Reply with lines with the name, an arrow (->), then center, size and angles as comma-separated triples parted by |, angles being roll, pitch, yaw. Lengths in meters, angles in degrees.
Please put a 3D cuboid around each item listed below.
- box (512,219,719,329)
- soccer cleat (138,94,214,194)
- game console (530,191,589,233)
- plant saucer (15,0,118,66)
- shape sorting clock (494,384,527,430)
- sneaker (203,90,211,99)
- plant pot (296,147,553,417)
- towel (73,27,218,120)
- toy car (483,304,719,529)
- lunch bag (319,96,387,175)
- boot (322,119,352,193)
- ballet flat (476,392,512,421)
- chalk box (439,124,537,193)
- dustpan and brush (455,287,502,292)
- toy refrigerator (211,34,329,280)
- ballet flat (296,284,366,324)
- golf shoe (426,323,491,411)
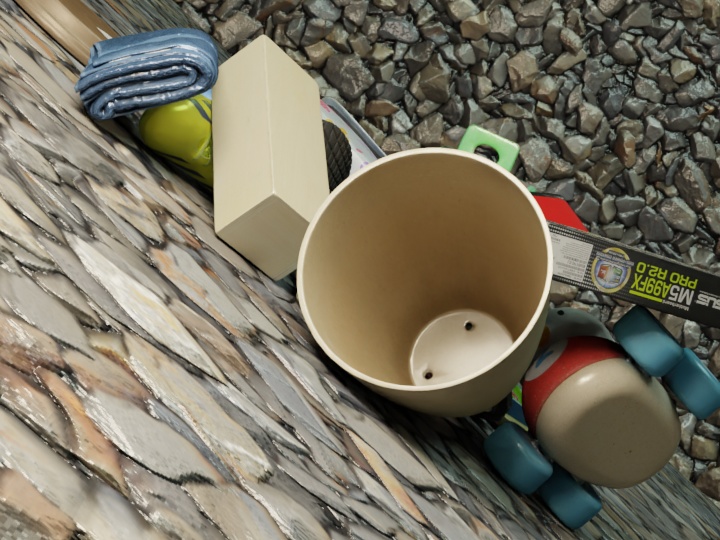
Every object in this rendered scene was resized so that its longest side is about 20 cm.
box -> 0.199, -0.007, 1.311 | 0.199, 0.045, 0.160 | 16, 4, -23
soccer cleat -> -0.115, -0.092, 1.344 | 0.084, 0.065, 0.200 | 49, 8, 34
game console -> 0.098, -0.015, 1.471 | 0.198, 0.120, 0.173 | 4, 26, -15
plant saucer -> -0.274, -0.237, 1.505 | 0.200, 0.029, 0.200 | 43, 4, -4
shape sorting clock -> 0.176, 0.158, 1.651 | 0.200, 0.039, 0.200 | 39, 9, -7
sneaker -> -0.116, -0.156, 1.618 | 0.199, 0.079, 0.066 | 33, -17, -2
plant pot -> 0.064, 0.037, 1.196 | 0.187, 0.187, 0.200 | 45, -9, 26
towel -> -0.171, -0.167, 1.273 | 0.200, 0.111, 0.049 | -113, -170, -76
toy car -> 0.187, 0.088, 1.400 | 0.177, 0.184, 0.200 | 37, 14, -44
lunch bag -> -0.038, -0.111, 1.743 | 0.170, 0.127, 0.200 | 47, 1, 17
boot -> -0.074, -0.096, 1.486 | 0.131, 0.070, 0.200 | 26, -21, 18
ballet flat -> 0.108, 0.084, 1.579 | 0.066, 0.057, 0.200 | 8, 22, -25
chalk box -> 0.108, -0.055, 1.697 | 0.124, 0.201, 0.124 | 26, 20, 13
dustpan and brush -> 0.119, 0.008, 1.390 | 0.139, 0.058, 0.200 | 7, -9, 31
toy refrigerator -> -0.077, -0.094, 1.281 | 0.076, 0.070, 0.201 | 39, 29, -37
ballet flat -> -0.014, -0.004, 1.315 | 0.062, 0.067, 0.200 | 52, 23, -15
golf shoe -> 0.081, 0.089, 1.427 | 0.200, 0.077, 0.089 | 125, -47, -84
